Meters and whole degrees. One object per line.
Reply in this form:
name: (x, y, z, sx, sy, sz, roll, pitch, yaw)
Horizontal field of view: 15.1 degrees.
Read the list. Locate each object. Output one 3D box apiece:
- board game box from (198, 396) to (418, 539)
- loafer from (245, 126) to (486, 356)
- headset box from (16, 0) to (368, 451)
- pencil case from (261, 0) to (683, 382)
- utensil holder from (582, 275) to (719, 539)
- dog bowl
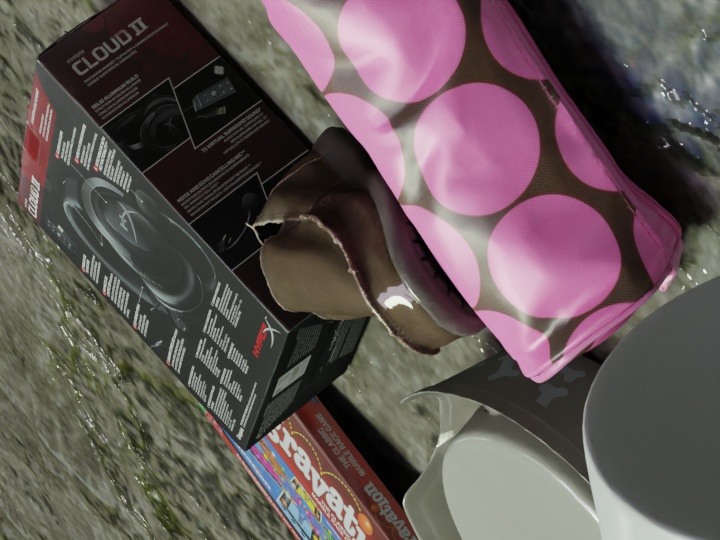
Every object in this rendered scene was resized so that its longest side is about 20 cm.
board game box: (-0.019, 0.116, 1.430, 0.200, 0.019, 0.103, 52, 153, 22)
loafer: (0.000, 0.000, 1.139, 0.073, 0.071, 0.200, 49, -179, -17)
headset box: (-0.086, -0.031, 1.318, 0.200, 0.077, 0.149, 48, 155, 13)
pencil case: (0.046, -0.060, 1.043, 0.093, 0.091, 0.200, -34, 97, 22)
utensil holder: (0.171, 0.118, 0.957, 0.170, 0.170, 0.201, 25, 142, 45)
dog bowl: (0.100, 0.119, 1.212, 0.200, 0.059, 0.201, 41, 153, 26)
